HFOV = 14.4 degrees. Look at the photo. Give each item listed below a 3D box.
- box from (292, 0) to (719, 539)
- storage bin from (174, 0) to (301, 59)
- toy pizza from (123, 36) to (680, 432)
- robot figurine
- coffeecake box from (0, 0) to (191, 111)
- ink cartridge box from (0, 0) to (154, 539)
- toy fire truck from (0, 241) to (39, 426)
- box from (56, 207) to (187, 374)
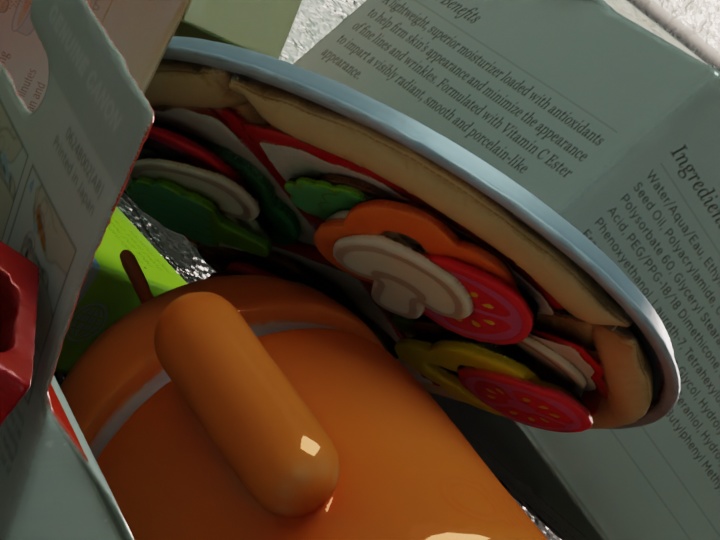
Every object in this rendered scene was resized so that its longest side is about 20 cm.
[{"bbox_3d":[0.080,0.004,1.061,0.200,0.131,0.199,53,-7,-33],"label":"box"},{"bbox_3d":[-0.151,-0.119,0.972,0.198,0.094,0.200,23,1,35],"label":"storage bin"},{"bbox_3d":[0.000,0.000,0.834,0.199,0.032,0.200,27,-17,9],"label":"toy pizza"},{"bbox_3d":[-0.017,0.081,0.784,0.143,0.117,0.200,20,23,-46],"label":"robot figurine"},{"bbox_3d":[-0.153,-0.076,0.741,0.199,0.154,0.073,25,36,-8],"label":"coffeecake box"},{"bbox_3d":[-0.082,0.014,0.653,0.047,0.201,0.160,6,30,-28],"label":"ink cartridge box"},{"bbox_3d":[-0.137,0.013,0.628,0.049,0.141,0.200,32,16,-25],"label":"toy fire truck"},{"bbox_3d":[-0.153,-0.027,0.909,0.122,0.048,0.200,45,15,33],"label":"box"}]
